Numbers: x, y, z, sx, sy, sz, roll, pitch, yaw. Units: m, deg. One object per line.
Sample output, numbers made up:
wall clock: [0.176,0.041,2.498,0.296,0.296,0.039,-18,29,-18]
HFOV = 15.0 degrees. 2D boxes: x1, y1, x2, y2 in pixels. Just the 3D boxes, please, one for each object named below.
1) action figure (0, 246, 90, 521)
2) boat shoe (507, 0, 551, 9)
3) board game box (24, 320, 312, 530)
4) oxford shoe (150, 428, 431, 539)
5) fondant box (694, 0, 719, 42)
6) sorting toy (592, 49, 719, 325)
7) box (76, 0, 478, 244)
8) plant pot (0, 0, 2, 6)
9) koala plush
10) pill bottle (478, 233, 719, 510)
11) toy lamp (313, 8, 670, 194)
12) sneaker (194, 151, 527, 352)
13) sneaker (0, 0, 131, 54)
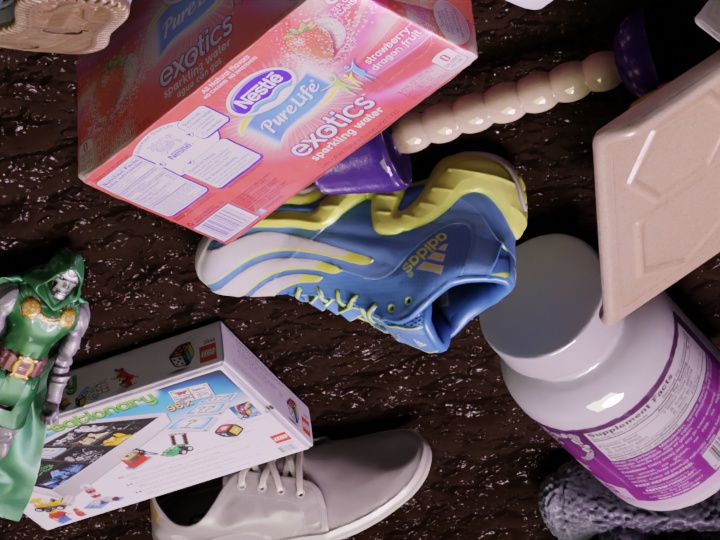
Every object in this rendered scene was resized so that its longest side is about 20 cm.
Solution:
action figure: [-0.213,0.068,1.624,0.118,0.055,0.200,13,118,-33]
boat shoe: [0.042,-0.189,1.316,0.200,0.074,0.065,14,138,-43]
board game box: [-0.147,0.102,1.744,0.199,0.035,0.126,-18,145,18]
oxford shoe: [-0.051,0.141,1.789,0.199,0.075,0.058,-14,131,15]
fondant box: [0.283,-0.130,1.385,0.200,0.058,0.144,29,102,-42]
sorting toy: [0.198,-0.072,1.478,0.185,0.036,0.200,-33,152,-15]
box: [-0.047,-0.112,1.384,0.102,0.095,0.200,22,137,-35]
plant pot: [-0.211,-0.192,1.172,0.200,0.201,0.196,16,133,-29]
koala plush: [0.215,0.238,1.888,0.183,0.178,0.200,-9,144,-14]
pill bottle: [0.152,0.059,1.654,0.112,0.113,0.200,-21,143,22]
toy lamp: [0.066,-0.085,1.476,0.199,0.058,0.058,-15,145,16]
sneaker: [0.000,0.000,1.549,0.199,0.105,0.076,-17,145,16]
sneaker: [-0.148,-0.167,1.325,0.070,0.109,0.200,4,176,-18]
